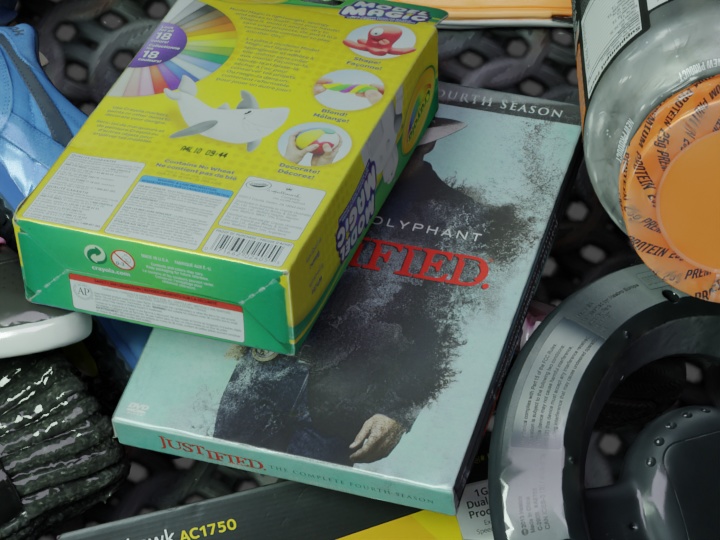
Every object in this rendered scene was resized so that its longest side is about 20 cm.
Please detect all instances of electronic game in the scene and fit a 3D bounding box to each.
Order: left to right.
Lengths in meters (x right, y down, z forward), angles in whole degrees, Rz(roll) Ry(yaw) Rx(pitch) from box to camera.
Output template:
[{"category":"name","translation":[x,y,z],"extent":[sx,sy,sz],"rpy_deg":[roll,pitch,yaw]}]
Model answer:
[{"category":"electronic game","translation":[0.137,0.094,1.013],"extent":[0.200,0.042,0.200],"rpy_deg":[9,72,-29]}]

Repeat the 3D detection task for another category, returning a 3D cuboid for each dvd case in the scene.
[{"category":"dvd case","translation":[0.000,0.000,1.040],"extent":[0.146,0.022,0.200],"rpy_deg":[11,54,17]}]

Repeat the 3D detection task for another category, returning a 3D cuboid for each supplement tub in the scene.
[{"category":"supplement tub","translation":[0.149,-0.082,1.030],"extent":[0.122,0.123,0.200],"rpy_deg":[1,36,0]}]

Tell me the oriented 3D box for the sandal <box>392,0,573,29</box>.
[{"category":"sandal","translation":[0.100,-0.142,1.147],"extent":[0.207,0.059,0.079],"rpy_deg":[-8,95,1]}]

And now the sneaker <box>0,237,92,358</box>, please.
[{"category":"sneaker","translation":[-0.191,-0.027,1.030],"extent":[0.200,0.099,0.071],"rpy_deg":[16,21,33]}]

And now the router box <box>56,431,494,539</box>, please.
[{"category":"router box","translation":[-0.009,0.157,1.015],"extent":[0.200,0.051,0.149],"rpy_deg":[-13,64,-6]}]

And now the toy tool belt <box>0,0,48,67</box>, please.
[{"category":"toy tool belt","translation":[-0.185,-0.131,1.114],"extent":[0.123,0.125,0.200],"rpy_deg":[43,54,14]}]

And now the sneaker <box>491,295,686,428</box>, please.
[{"category":"sneaker","translation":[0.042,-0.002,1.084],"extent":[0.200,0.076,0.116],"rpy_deg":[7,61,4]}]

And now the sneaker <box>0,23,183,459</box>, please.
[{"category":"sneaker","translation":[-0.112,-0.017,1.075],"extent":[0.078,0.066,0.200],"rpy_deg":[-33,87,-26]}]

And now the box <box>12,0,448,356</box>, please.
[{"category":"box","translation":[-0.045,-0.053,1.025],"extent":[0.117,0.048,0.200],"rpy_deg":[11,42,17]}]

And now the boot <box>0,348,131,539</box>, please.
[{"category":"boot","translation":[-0.213,0.059,1.049],"extent":[0.158,0.079,0.211],"rpy_deg":[-41,72,-18]}]
